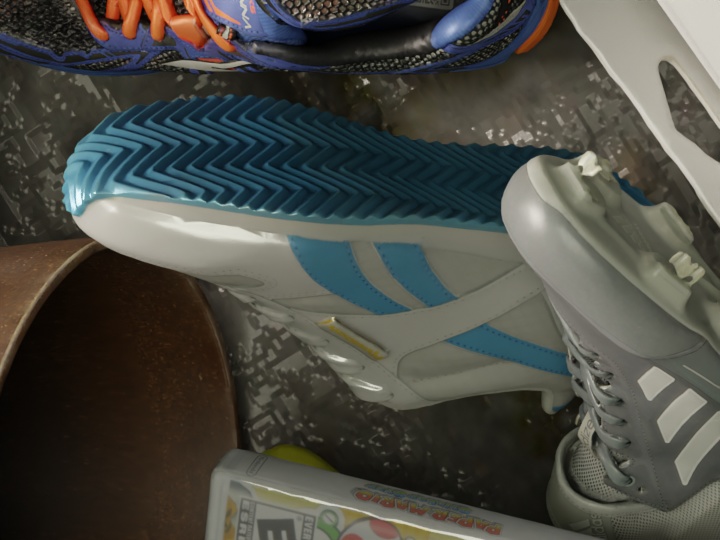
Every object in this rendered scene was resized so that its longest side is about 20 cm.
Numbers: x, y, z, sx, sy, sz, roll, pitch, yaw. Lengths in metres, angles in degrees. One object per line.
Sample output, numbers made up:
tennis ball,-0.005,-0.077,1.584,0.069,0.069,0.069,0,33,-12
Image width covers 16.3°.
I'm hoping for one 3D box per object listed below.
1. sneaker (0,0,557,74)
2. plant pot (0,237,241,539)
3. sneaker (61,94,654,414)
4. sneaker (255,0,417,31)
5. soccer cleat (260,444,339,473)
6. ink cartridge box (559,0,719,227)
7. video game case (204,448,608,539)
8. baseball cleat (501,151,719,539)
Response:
sneaker,-0.038,-0.097,0.800,0.199,0.078,0.076,-2,99,8
plant pot,-0.167,0.079,0.817,0.199,0.187,0.188,2,100,22
sneaker,0.000,0.000,0.787,0.199,0.077,0.081,10,119,-23
sneaker,0.049,-0.129,0.692,0.200,0.079,0.075,-33,111,15
soccer cleat,0.033,0.136,0.846,0.083,0.065,0.201,-30,97,8
ink cartridge box,0.170,-0.100,0.755,0.200,0.125,0.129,-35,93,12
video game case,0.030,0.168,0.806,0.181,0.023,0.201,13,114,12
baseball cleat,0.085,0.040,0.773,0.106,0.070,0.200,-38,134,17
